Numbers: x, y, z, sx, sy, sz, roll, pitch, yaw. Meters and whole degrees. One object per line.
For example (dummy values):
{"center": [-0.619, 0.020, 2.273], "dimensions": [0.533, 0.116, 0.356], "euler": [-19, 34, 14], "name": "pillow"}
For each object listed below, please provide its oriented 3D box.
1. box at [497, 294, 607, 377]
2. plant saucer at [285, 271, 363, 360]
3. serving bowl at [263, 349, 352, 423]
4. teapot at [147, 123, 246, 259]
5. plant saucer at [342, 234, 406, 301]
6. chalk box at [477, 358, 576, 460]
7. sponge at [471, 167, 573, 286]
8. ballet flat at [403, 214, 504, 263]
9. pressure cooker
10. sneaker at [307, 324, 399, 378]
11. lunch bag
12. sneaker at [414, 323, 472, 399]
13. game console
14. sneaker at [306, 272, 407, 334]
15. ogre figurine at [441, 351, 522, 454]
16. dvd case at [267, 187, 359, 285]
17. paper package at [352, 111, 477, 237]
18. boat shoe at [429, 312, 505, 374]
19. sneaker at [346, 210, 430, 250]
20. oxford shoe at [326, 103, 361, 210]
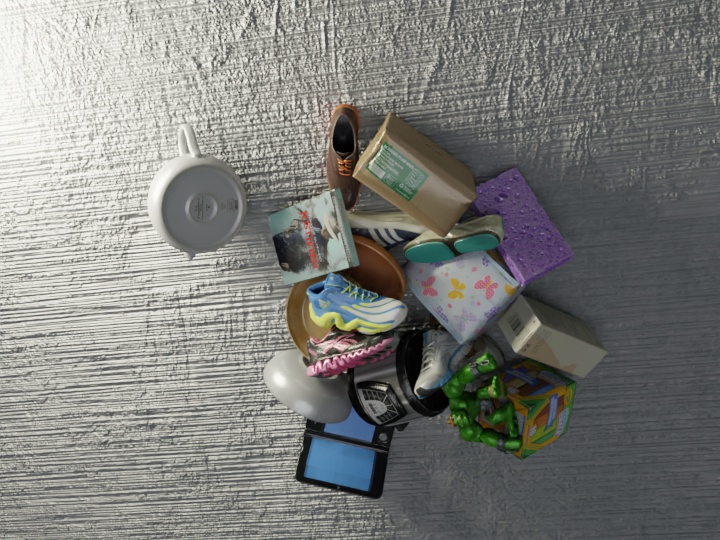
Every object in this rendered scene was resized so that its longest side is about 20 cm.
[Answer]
{"center": [0.375, 0.130, 1.339], "dimensions": [0.198, 0.095, 0.078], "euler": [22, 116, -29], "name": "box"}
{"center": [-0.056, 0.093, 1.366], "dimensions": [0.198, 0.035, 0.203], "euler": [5, 102, 23], "name": "plant saucer"}
{"center": [-0.095, 0.221, 1.400], "dimensions": [0.198, 0.200, 0.066], "euler": [28, 107, -7], "name": "serving bowl"}
{"center": [-0.319, -0.138, 1.307], "dimensions": [0.201, 0.146, 0.197], "euler": [-50, 124, -4], "name": "teapot"}
{"center": [0.000, 0.000, 1.345], "dimensions": [0.198, 0.038, 0.201], "euler": [17, 142, 14], "name": "plant saucer"}
{"center": [0.351, 0.270, 1.397], "dimensions": [0.198, 0.123, 0.127], "euler": [-17, 119, -35], "name": "chalk box"}
{"center": [0.288, -0.082, 1.253], "dimensions": [0.111, 0.030, 0.201], "euler": [-25, 70, -11], "name": "sponge"}
{"center": [0.172, -0.059, 1.252], "dimensions": [0.198, 0.063, 0.068], "euler": [-9, 138, 32], "name": "ballet flat"}
{"center": [0.069, 0.224, 1.387], "dimensions": [0.199, 0.178, 0.178], "euler": [-21, 147, 39], "name": "pressure cooker"}
{"center": [-0.022, 0.136, 1.306], "dimensions": [0.198, 0.079, 0.097], "euler": [-21, 66, 21], "name": "sneaker"}
{"center": [0.198, 0.010, 1.325], "dimensions": [0.200, 0.127, 0.170], "euler": [46, 110, 16], "name": "lunch bag"}
{"center": [0.137, 0.162, 1.292], "dimensions": [0.075, 0.200, 0.087], "euler": [-34, 96, 36], "name": "sneaker"}
{"center": [-0.029, 0.376, 1.500], "dimensions": [0.197, 0.119, 0.173], "euler": [12, 113, -1], "name": "game console"}
{"center": [-0.016, 0.059, 1.262], "dimensions": [0.197, 0.076, 0.106], "euler": [-5, 131, 25], "name": "sneaker"}
{"center": [0.226, 0.258, 1.299], "dimensions": [0.119, 0.099, 0.201], "euler": [-14, 126, 28], "name": "ogre figurine"}
{"center": [-0.094, -0.060, 1.304], "dimensions": [0.198, 0.022, 0.148], "euler": [-14, 90, 42], "name": "dvd case"}
{"center": [0.100, -0.173, 1.223], "dimensions": [0.199, 0.191, 0.104], "euler": [35, 110, -8], "name": "paper package"}
{"center": [0.219, 0.154, 1.413], "dimensions": [0.199, 0.069, 0.075], "euler": [38, 111, -10], "name": "boat shoe"}
{"center": [0.056, -0.065, 1.336], "dimensions": [0.197, 0.075, 0.086], "euler": [5, 113, 16], "name": "sneaker"}
{"center": [-0.034, -0.203, 1.286], "dimensions": [0.070, 0.073, 0.203], "euler": [-1, 112, 5], "name": "oxford shoe"}
